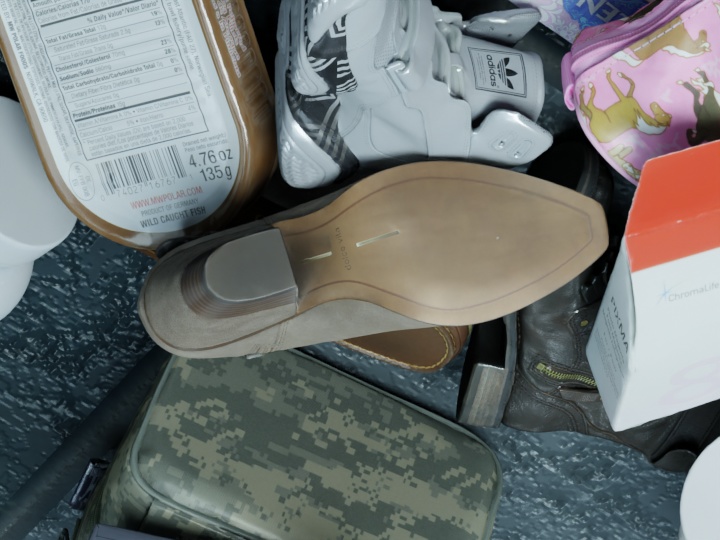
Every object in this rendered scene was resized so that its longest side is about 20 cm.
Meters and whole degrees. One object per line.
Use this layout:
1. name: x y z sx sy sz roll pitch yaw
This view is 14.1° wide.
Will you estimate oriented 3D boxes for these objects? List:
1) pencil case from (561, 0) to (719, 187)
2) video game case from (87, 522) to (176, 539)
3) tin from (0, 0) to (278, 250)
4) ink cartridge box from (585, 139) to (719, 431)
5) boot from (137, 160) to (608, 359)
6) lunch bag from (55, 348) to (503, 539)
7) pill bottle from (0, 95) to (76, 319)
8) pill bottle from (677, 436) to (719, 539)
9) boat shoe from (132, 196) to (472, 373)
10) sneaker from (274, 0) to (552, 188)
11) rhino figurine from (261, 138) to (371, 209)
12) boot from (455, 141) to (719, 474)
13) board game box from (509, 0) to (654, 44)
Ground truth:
1. pencil case: 0.172 -0.105 1.181 0.200 0.083 0.087 -35 90 38
2. video game case: -0.049 0.192 1.433 0.142 0.019 0.200 11 150 15
3. tin: -0.105 -0.105 1.306 0.111 0.042 0.201 -13 106 20
4. ink cartridge box: 0.187 -0.006 1.253 0.162 0.057 0.200 -16 162 -10
5. boot: 0.000 0.000 1.297 0.199 0.071 0.146 -5 173 -7
6. lunch bag: -0.048 0.142 1.493 0.199 0.140 0.168 24 134 -5
7. pill bottle: -0.231 -0.006 1.428 0.200 0.112 0.112 -30 118 37
8. pill bottle: 0.214 0.145 1.393 0.111 0.113 0.200 -3 154 19
9. boat shoe: -0.039 0.000 1.407 0.200 0.068 0.072 30 135 -12
10. sneaker: 0.025 -0.095 1.217 0.114 0.076 0.200 -2 157 -6
11. rhino figurine: -0.025 -0.062 1.352 0.199 0.060 0.088 29 131 -9
12. boot: 0.147 0.029 1.392 0.173 0.069 0.200 14 139 -4
13. board game box: 0.114 -0.184 1.208 0.200 0.041 0.200 32 133 -14
